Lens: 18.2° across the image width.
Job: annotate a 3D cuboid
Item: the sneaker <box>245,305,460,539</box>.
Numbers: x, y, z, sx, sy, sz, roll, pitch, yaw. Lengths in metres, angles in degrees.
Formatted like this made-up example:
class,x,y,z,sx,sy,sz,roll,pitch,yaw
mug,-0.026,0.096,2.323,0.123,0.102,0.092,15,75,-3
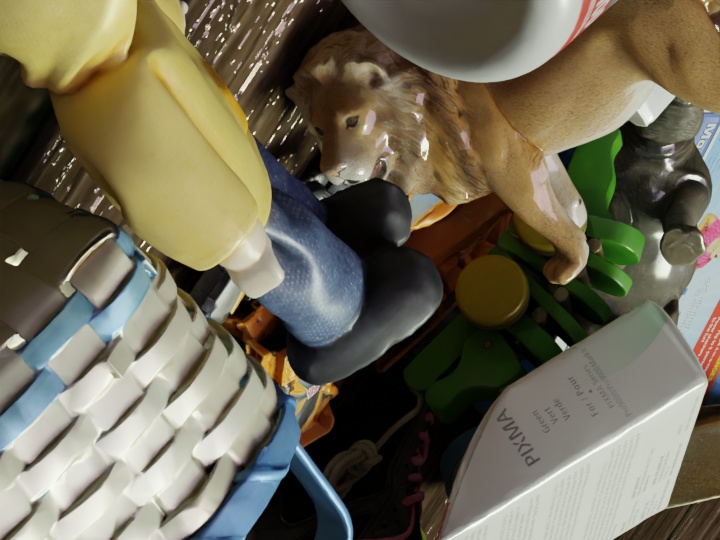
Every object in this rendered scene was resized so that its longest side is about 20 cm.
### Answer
class,x,y,z,sx,sy,sz,roll,pitch,yaw
sneaker,0.002,0.097,1.019,0.200,0.095,0.079,-45,155,-25

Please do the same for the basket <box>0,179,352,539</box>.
class,x,y,z,sx,sy,sz,roll,pitch,yaw
basket,-0.095,0.079,0.695,0.176,0.139,0.200,-44,126,-24

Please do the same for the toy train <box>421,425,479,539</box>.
class,x,y,z,sx,sy,sz,roll,pitch,yaw
toy train,0.027,0.174,1.120,0.200,0.116,0.085,-42,131,8

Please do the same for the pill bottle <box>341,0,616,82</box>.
class,x,y,z,sx,sy,sz,roll,pitch,yaw
pill bottle,0.079,-0.160,0.758,0.200,0.116,0.116,-41,156,-32

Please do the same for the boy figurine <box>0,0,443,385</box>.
class,x,y,z,sx,sy,sz,roll,pitch,yaw
boy figurine,-0.054,-0.051,0.663,0.064,0.125,0.200,-31,132,11

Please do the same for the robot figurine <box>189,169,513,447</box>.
class,x,y,z,sx,sy,sz,roll,pitch,yaw
robot figurine,0.000,0.000,0.915,0.200,0.058,0.145,-41,155,-32

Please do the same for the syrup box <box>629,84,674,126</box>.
class,x,y,z,sx,sy,sz,roll,pitch,yaw
syrup box,0.134,-0.157,0.894,0.200,0.079,0.082,-47,121,-17

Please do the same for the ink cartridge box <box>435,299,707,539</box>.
class,x,y,z,sx,sy,sz,roll,pitch,yaw
ink cartridge box,0.048,0.107,0.951,0.199,0.050,0.161,-28,158,-12

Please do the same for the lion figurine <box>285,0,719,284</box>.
class,x,y,z,sx,sy,sz,roll,pitch,yaw
lion figurine,0.079,-0.069,0.811,0.200,0.123,0.073,-28,-158,24

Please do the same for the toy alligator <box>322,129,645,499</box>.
class,x,y,z,sx,sy,sz,roll,pitch,yaw
toy alligator,0.063,0.029,0.937,0.200,0.054,0.059,-52,159,-9

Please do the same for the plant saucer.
class,x,y,z,sx,sy,sz,roll,pitch,yaw
plant saucer,0.146,0.104,1.229,0.200,0.200,0.036,-10,89,-61

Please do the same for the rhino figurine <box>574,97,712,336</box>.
class,x,y,z,sx,sy,sz,roll,pitch,yaw
rhino figurine,0.128,-0.030,1.011,0.088,0.060,0.201,-79,177,-54

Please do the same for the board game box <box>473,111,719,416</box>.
class,x,y,z,sx,sy,sz,roll,pitch,yaw
board game box,0.162,-0.018,1.164,0.195,0.056,0.201,-4,127,-45
